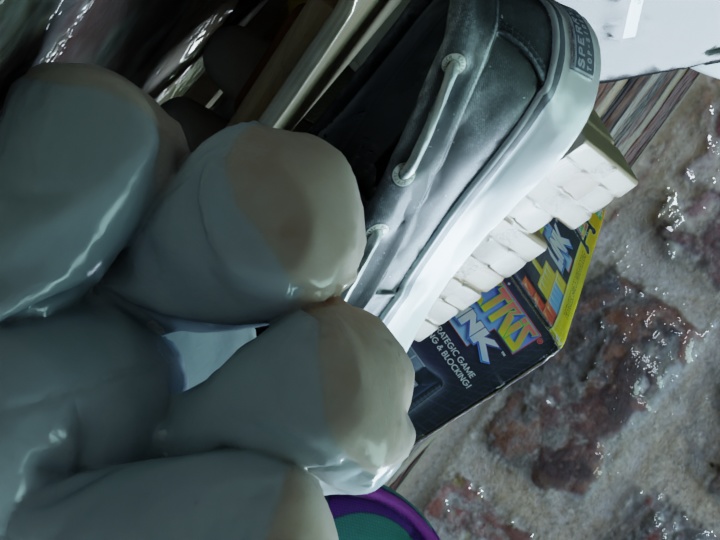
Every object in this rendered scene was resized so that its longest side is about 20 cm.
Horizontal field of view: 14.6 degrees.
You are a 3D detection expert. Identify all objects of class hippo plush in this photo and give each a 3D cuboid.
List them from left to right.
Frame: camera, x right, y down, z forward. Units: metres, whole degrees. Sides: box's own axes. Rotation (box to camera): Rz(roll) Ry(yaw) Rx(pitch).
[{"bbox_3d":[-0.073,0.054,0.817,0.200,0.159,0.161,-51,173,-12],"label":"hippo plush"}]

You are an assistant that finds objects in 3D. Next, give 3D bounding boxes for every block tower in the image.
[{"bbox_3d":[0.000,0.000,1.012,0.200,0.054,0.058,-36,152,13],"label":"block tower"}]

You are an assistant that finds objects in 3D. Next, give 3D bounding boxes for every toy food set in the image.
[{"bbox_3d":[-0.015,-0.102,0.874,0.144,0.060,0.200,-52,-179,-37],"label":"toy food set"}]

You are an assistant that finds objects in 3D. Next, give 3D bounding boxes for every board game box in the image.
[{"bbox_3d":[0.011,0.023,1.141,0.165,0.057,0.200,-35,-172,16],"label":"board game box"}]

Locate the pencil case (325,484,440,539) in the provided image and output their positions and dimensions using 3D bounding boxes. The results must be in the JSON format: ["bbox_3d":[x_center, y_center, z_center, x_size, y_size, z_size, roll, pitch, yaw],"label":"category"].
[{"bbox_3d":[-0.045,0.117,0.934,0.085,0.093,0.200,-35,-172,-26],"label":"pencil case"}]

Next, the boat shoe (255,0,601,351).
[{"bbox_3d":[-0.007,-0.013,0.889,0.200,0.067,0.072,-49,-141,31],"label":"boat shoe"}]

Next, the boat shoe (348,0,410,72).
[{"bbox_3d":[0.050,-0.145,0.969,0.063,0.073,0.201,-39,161,-49],"label":"boat shoe"}]

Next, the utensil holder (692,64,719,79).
[{"bbox_3d":[0.190,-0.204,1.214,0.170,0.170,0.200,-43,172,-50],"label":"utensil holder"}]

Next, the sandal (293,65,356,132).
[{"bbox_3d":[0.046,-0.109,1.076,0.200,0.081,0.055,-56,146,-31],"label":"sandal"}]

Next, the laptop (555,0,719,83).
[{"bbox_3d":[0.125,-0.158,0.891,0.199,0.104,0.178,-11,148,-9],"label":"laptop"}]
